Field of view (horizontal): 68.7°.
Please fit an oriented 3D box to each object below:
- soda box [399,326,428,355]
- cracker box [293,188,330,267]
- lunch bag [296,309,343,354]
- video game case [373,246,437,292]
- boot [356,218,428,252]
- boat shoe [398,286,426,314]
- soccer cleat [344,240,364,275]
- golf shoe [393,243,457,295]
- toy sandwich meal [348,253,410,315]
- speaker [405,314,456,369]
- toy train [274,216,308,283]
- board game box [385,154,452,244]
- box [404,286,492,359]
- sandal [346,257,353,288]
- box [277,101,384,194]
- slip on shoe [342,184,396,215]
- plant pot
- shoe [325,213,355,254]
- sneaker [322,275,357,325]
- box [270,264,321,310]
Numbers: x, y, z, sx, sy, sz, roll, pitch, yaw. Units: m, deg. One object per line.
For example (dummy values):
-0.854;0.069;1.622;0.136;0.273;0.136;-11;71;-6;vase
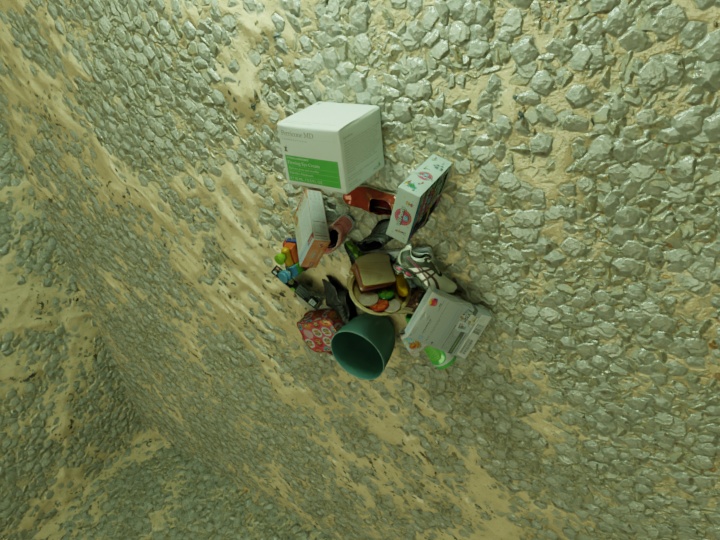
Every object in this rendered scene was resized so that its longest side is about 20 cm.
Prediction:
0.217;0.168;1.560;0.199;0.068;0.064;-29;106;6;soda box
-0.151;-0.127;1.604;0.057;0.201;0.134;6;144;-24;cracker box
-0.124;0.234;1.932;0.199;0.082;0.177;-10;116;40;lunch bag
0.152;0.016;1.600;0.199;0.022;0.183;-3;120;38;video game case
0.090;-0.104;1.473;0.199;0.132;0.070;-22;107;45;boot
0.163;0.087;1.582;0.199;0.072;0.072;-2;122;46;boat shoe
0.000;0.000;1.649;0.081;0.067;0.201;-36;88;26;soccer cleat
0.194;0.004;1.492;0.199;0.077;0.088;26;112;-2;golf shoe
0.057;0.038;1.542;0.204;0.205;0.070;27;143;17;toy sandwich meal
0.221;0.209;1.652;0.088;0.088;0.201;-20;109;44;speaker
-0.247;-0.065;1.768;0.084;0.116;0.201;7;126;32;toy train
0.147;-0.181;1.320;0.064;0.200;0.148;28;135;16;board game box
0.247;0.151;1.492;0.199;0.041;0.157;21;110;-17;box
-0.012;0.052;1.715;0.077;0.070;0.213;11;128;30;sandal
-0.072;-0.326;1.375;0.198;0.200;0.172;14;128;29;box
0.028;-0.196;1.501;0.199;0.061;0.074;16;132;29;slip on shoe
0.025;0.234;1.759;0.199;0.161;0.202;18;130;22;plant pot
-0.095;-0.097;1.648;0.071;0.091;0.200;45;137;-1;shoe
-0.074;0.117;1.825;0.104;0.060;0.201;13;125;31;sneaker
-0.226;0.064;1.870;0.200;0.035;0.110;40;173;4;box
